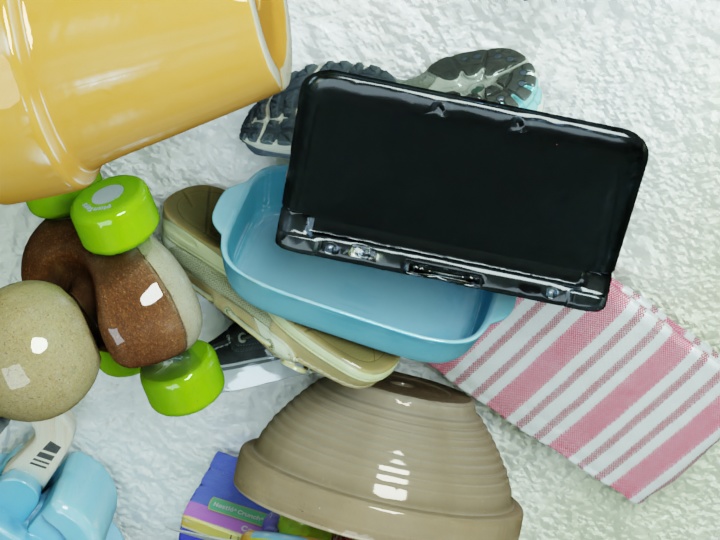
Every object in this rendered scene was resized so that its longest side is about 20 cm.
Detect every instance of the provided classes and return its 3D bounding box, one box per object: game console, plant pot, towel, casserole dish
[{"bbox_3d":[0.058,-0.053,1.371,0.200,0.176,0.117,12,99,0],"label":"game console"},{"bbox_3d":[-0.143,-0.152,1.356,0.183,0.200,0.200,-10,128,9],"label":"plant pot"},{"bbox_3d":[0.155,0.064,1.535,0.200,0.030,0.146,34,132,-11],"label":"towel"},{"bbox_3d":[0.020,0.121,1.562,0.200,0.201,0.093,15,97,9],"label":"plant pot"},{"bbox_3d":[0.000,0.000,1.468,0.200,0.121,0.039,19,132,2],"label":"casserole dish"}]

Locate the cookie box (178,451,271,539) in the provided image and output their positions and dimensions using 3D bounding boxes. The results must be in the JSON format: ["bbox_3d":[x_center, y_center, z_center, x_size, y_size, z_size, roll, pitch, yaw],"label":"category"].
[{"bbox_3d":[-0.056,0.250,1.754,0.171,0.075,0.200,18,134,7],"label":"cookie box"}]

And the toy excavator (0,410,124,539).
[{"bbox_3d":[-0.241,0.158,1.746,0.194,0.100,0.200,34,121,-13],"label":"toy excavator"}]

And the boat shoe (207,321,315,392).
[{"bbox_3d":[-0.049,0.043,1.578,0.200,0.069,0.057,-13,95,32],"label":"boat shoe"}]

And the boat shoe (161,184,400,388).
[{"bbox_3d":[-0.055,0.020,1.508,0.201,0.073,0.063,34,134,24],"label":"boat shoe"}]

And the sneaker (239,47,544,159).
[{"bbox_3d":[0.021,-0.077,1.425,0.200,0.078,0.086,-1,133,23],"label":"sneaker"}]

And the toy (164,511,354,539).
[{"bbox_3d":[-0.019,0.185,1.581,0.200,0.047,0.115,8,165,33],"label":"toy"}]

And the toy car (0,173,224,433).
[{"bbox_3d":[-0.217,0.043,1.518,0.158,0.200,0.165,29,145,52],"label":"toy car"}]
